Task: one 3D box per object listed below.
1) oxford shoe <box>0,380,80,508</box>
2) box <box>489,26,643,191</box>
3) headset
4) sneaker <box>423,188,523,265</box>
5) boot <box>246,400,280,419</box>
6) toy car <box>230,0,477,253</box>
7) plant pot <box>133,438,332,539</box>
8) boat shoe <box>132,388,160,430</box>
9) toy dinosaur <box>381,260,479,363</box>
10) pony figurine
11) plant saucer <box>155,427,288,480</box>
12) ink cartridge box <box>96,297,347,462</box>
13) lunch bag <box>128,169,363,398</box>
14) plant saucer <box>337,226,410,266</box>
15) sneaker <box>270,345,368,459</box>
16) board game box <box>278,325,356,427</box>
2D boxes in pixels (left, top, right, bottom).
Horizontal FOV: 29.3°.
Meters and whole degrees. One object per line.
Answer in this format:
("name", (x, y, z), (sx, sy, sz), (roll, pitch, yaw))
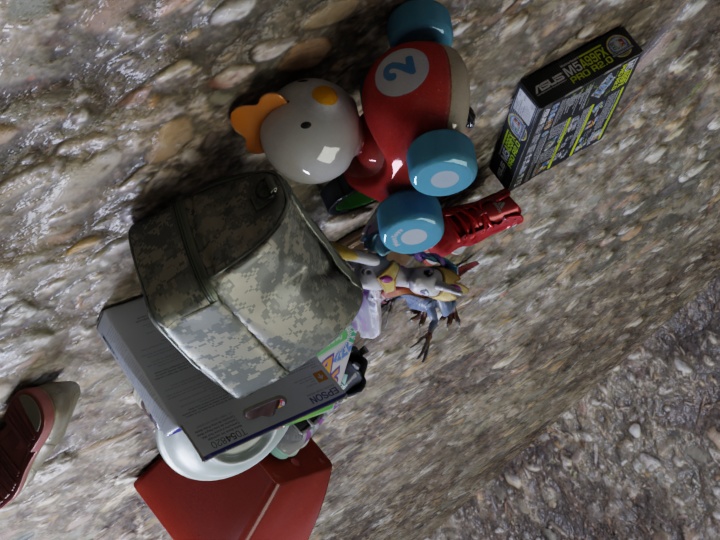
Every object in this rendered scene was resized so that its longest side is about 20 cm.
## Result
("oxford shoe", (-0.362, 0.194, 1.509), (0.075, 0.071, 0.200), (-21, 158, -50))
("box", (0.248, -0.193, 1.682), (0.160, 0.044, 0.200), (-31, 161, -18))
("headset", (0.039, -0.127, 1.471), (0.199, 0.095, 0.123), (-29, 171, 31))
("sneaker", (0.131, -0.068, 1.700), (0.115, 0.079, 0.200), (-28, 178, 21))
("boot", (-0.128, 0.134, 1.590), (0.200, 0.072, 0.168), (-51, 152, -56))
("toy car", (-0.015, -0.135, 1.243), (0.198, 0.186, 0.177), (3, 147, -17))
("plant pot", (-0.158, 0.295, 1.929), (0.199, 0.200, 0.177), (-6, 139, -55))
("boat shoe", (-0.203, 0.112, 1.591), (0.072, 0.065, 0.200), (-12, 149, -44))
("toy dinosaur", (0.075, 0.030, 1.924), (0.201, 0.104, 0.182), (-69, 155, -19))
("pony figurine", (0.000, 0.000, 1.534), (0.198, 0.168, 0.193), (7, -175, -26))
("plant saucer", (-0.159, 0.188, 1.732), (0.199, 0.050, 0.202), (-17, 125, -25))
("ink cartridge box", (-0.145, 0.098, 1.449), (0.199, 0.200, 0.041), (-19, 152, -38))
("lunch bag", (-0.102, 0.008, 1.319), (0.167, 0.140, 0.200), (-27, 139, 8))
("plant saucer", (-0.011, 0.008, 1.738), (0.199, 0.030, 0.200), (-31, 161, -12))
("sneaker", (-0.050, 0.165, 1.877), (0.140, 0.078, 0.200), (-34, -165, 40))
("board game box", (-0.052, 0.111, 1.717), (0.095, 0.030, 0.201), (-14, 131, -48))
